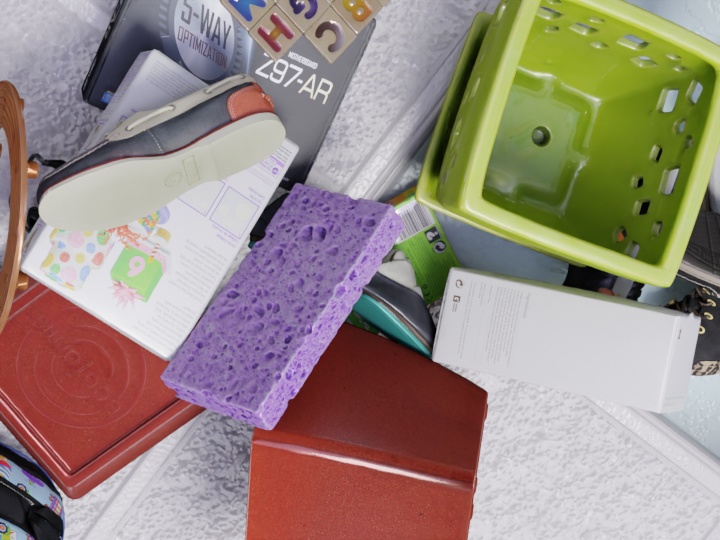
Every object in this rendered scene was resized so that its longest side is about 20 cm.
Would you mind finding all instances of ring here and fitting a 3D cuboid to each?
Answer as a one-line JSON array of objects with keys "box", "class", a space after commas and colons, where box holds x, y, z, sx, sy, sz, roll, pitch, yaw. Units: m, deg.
[{"box": [-0.277, -0.046, 1.397, 0.019, 0.200, 0.203, 5, 106, -23], "class": "ring"}]

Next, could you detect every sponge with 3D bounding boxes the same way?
[{"box": [-0.060, 0.025, 1.406, 0.201, 0.111, 0.030, -56, 135, -20], "class": "sponge"}]

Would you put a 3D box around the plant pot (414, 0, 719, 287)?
[{"box": [0.163, -0.110, 1.469, 0.198, 0.181, 0.201, 20, 86, -16], "class": "plant pot"}]

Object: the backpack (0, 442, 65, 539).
[{"box": [-0.348, 0.210, 1.467, 0.199, 0.184, 0.135, 26, 123, -21], "class": "backpack"}]

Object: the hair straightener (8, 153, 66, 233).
[{"box": [-0.243, -0.004, 1.497, 0.076, 0.041, 0.202, -21, 115, -5], "class": "hair straightener"}]

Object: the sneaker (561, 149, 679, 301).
[{"box": [0.219, -0.035, 1.578, 0.089, 0.070, 0.202, 23, 87, 15], "class": "sneaker"}]

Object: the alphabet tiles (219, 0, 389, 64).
[{"box": [-0.058, -0.273, 1.444, 0.200, 0.006, 0.167, 46, 75, -13], "class": "alphabet tiles"}]

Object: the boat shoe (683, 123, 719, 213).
[{"box": [0.340, -0.055, 1.571, 0.075, 0.068, 0.201, -49, 130, -23], "class": "boat shoe"}]

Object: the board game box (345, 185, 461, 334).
[{"box": [-0.014, 0.016, 1.563, 0.199, 0.030, 0.096, -30, 109, -5], "class": "board game box"}]

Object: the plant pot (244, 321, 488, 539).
[{"box": [0.009, 0.173, 1.479, 0.174, 0.200, 0.202, 8, 120, 5], "class": "plant pot"}]

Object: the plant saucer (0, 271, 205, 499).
[{"box": [-0.230, 0.076, 1.496, 0.199, 0.037, 0.200, -34, 106, 14], "class": "plant saucer"}]

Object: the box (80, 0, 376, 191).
[{"box": [-0.108, -0.176, 1.477, 0.198, 0.044, 0.162, 23, 101, -17], "class": "box"}]

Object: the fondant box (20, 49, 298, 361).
[{"box": [-0.161, -0.052, 1.426, 0.144, 0.058, 0.201, 33, 83, -19], "class": "fondant box"}]

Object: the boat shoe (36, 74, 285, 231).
[{"box": [-0.156, -0.091, 1.364, 0.198, 0.063, 0.071, -23, 149, -13], "class": "boat shoe"}]

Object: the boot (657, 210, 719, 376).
[{"box": [0.299, 0.024, 1.565, 0.198, 0.074, 0.151, 11, 144, -31], "class": "boot"}]

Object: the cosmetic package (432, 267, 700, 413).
[{"box": [0.173, 0.056, 1.499, 0.198, 0.107, 0.086, 13, 92, 23], "class": "cosmetic package"}]

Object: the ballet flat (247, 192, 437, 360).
[{"box": [0.000, 0.000, 1.515, 0.199, 0.073, 0.073, 33, 97, -11], "class": "ballet flat"}]
